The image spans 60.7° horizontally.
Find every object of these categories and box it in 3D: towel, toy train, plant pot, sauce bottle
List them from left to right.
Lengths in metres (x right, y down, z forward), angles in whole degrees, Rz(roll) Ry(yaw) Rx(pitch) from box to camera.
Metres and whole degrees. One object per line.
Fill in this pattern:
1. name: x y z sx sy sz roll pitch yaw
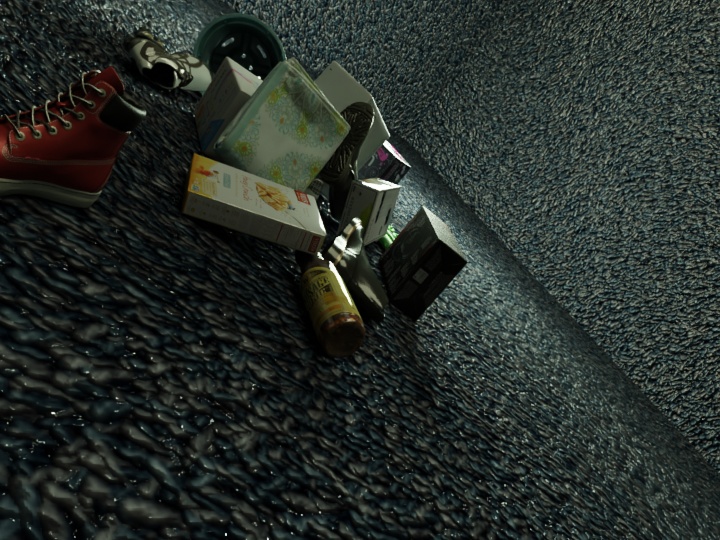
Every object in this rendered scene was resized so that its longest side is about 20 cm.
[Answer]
1. plant pot: -0.264 -0.455 1.367 0.198 0.202 0.197 35 10 -18
2. towel: -0.125 -0.221 1.023 0.171 0.202 0.048 42 -9 -33
3. sauce bottle: -0.051 0.031 0.840 0.065 0.066 0.201 29 19 -36
4. toy train: 0.054 -0.080 1.398 0.056 0.042 0.201 10 34 -43

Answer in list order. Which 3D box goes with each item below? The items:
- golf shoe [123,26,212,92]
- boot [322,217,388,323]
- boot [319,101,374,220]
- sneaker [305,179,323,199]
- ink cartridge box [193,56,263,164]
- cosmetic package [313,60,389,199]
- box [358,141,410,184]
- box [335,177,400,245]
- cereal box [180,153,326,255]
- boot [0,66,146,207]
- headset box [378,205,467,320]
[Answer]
1. golf shoe: -0.351 -0.365 1.154 0.198 0.077 0.096 11 51 -57
2. boot: 0.000 0.000 1.035 0.138 0.077 0.201 44 29 -7
3. boot: -0.020 -0.207 1.204 0.072 0.184 0.200 28 -8 16
4. sneaker: -0.136 -0.187 1.158 0.076 0.081 0.201 15 30 -52
5. ink cartridge box: -0.215 -0.278 1.116 0.124 0.129 0.201 27 21 -35
6. cosmetic package: -0.059 -0.281 1.283 0.123 0.200 0.200 45 3 15
7. box: 0.026 -0.327 1.782 0.201 0.133 0.114 48 17 24
8. box: 0.020 -0.123 1.263 0.059 0.119 0.200 21 13 12
9. cereal box: -0.151 -0.096 0.879 0.196 0.040 0.145 17 24 -21
10. boot: -0.295 -0.139 0.560 0.073 0.145 0.199 47 19 19
11. headset box: 0.113 -0.023 1.195 0.077 0.150 0.201 35 17 -18
